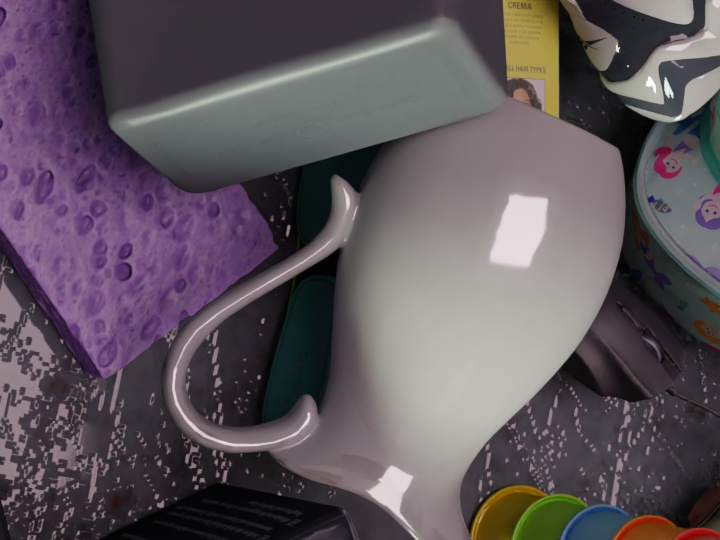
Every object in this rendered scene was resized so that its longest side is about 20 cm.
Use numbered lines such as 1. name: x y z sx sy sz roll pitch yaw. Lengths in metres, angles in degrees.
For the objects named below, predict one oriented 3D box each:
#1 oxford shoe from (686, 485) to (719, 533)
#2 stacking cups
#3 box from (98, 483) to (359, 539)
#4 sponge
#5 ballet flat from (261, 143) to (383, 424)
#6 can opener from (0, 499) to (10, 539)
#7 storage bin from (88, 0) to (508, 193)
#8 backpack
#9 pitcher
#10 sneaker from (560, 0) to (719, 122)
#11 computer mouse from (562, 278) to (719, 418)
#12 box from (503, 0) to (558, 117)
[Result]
1. oxford shoe: 0.196 0.157 0.952 0.071 0.074 0.200 60 34 -11
2. stacking cups: 0.124 0.145 0.896 0.060 0.200 0.061 -1 92 -25
3. box: -0.101 0.185 0.814 0.199 0.148 0.108 -23 98 -24
4. sponge: -0.135 -0.061 0.869 0.111 0.030 0.201 -39 105 -22
5. ballet flat: 0.000 0.000 0.922 0.067 0.067 0.202 16 84 -46
6. can opener: -0.193 0.041 0.819 0.078 0.063 0.202 -17 96 -20
7. storage bin: -0.030 -0.127 0.793 0.146 0.199 0.135 44 35 -60
8. backpack: 0.238 -0.051 0.980 0.177 0.151 0.200 39 77 12
9. pitcher: 0.018 0.011 0.835 0.171 0.121 0.201 23 94 -16
10. sneaker: 0.163 -0.187 0.908 0.129 0.079 0.199 40 92 -30
11. computer mouse: 0.172 0.060 0.969 0.199 0.034 0.059 34 47 5
12. box: 0.064 -0.095 0.944 0.050 0.075 0.202 0 90 -24
